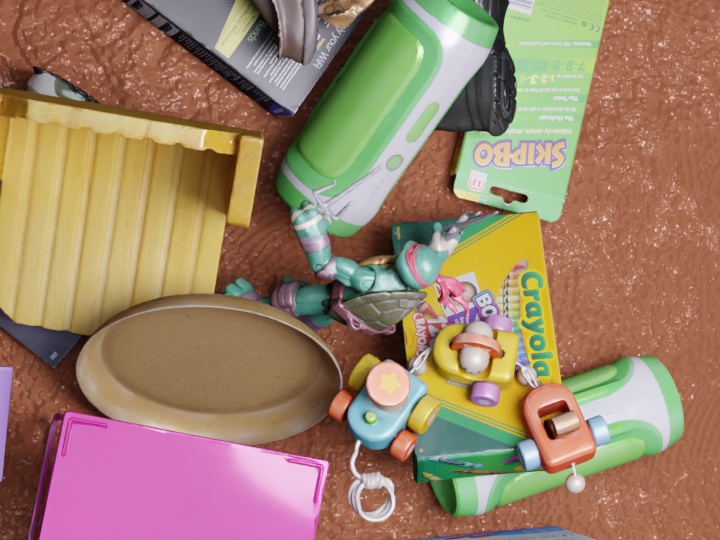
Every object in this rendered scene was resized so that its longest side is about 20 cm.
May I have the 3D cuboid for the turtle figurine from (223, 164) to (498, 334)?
[{"bbox_3d":[0.000,0.000,1.665,0.149,0.200,0.101,21,56,-41],"label":"turtle figurine"}]

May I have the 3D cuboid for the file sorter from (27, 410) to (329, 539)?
[{"bbox_3d":[-0.145,0.188,1.687,0.199,0.125,0.140,12,88,-14],"label":"file sorter"}]

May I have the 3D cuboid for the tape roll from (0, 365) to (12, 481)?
[{"bbox_3d":[-0.351,0.101,1.594,0.199,0.200,0.085,7,87,-15],"label":"tape roll"}]

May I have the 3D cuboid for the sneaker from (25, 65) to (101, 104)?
[{"bbox_3d":[-0.194,-0.065,1.715,0.200,0.077,0.089,40,93,-6],"label":"sneaker"}]

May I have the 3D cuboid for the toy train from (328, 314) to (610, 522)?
[{"bbox_3d":[0.077,0.105,1.653,0.199,0.056,0.151,-15,66,-6],"label":"toy train"}]

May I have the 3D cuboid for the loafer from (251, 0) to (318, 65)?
[{"bbox_3d":[-0.083,-0.247,1.690,0.071,0.073,0.201,-18,89,-5],"label":"loafer"}]

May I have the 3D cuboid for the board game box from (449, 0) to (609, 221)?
[{"bbox_3d":[0.137,-0.146,1.819,0.095,0.030,0.201,14,83,-13],"label":"board game box"}]

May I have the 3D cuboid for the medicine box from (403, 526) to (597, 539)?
[{"bbox_3d":[0.103,0.263,1.715,0.181,0.200,0.103,-3,90,-15],"label":"medicine box"}]

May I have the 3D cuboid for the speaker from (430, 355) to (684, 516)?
[{"bbox_3d":[0.154,0.131,1.790,0.199,0.088,0.089,-17,94,-15],"label":"speaker"}]

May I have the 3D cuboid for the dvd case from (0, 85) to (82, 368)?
[{"bbox_3d":[-0.263,-0.041,1.683,0.200,0.016,0.149,39,105,-10],"label":"dvd case"}]

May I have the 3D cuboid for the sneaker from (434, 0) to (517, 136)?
[{"bbox_3d":[0.075,-0.205,1.776,0.090,0.076,0.201,-2,80,20],"label":"sneaker"}]

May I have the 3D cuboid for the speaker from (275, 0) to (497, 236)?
[{"bbox_3d":[0.019,-0.126,1.716,0.088,0.089,0.200,32,107,-12],"label":"speaker"}]

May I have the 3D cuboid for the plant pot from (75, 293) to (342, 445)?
[{"bbox_3d":[-0.112,0.071,1.679,0.199,0.200,0.028,12,55,-15],"label":"plant pot"}]

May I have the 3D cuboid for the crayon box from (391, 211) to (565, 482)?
[{"bbox_3d":[0.091,0.059,1.737,0.118,0.058,0.201,-5,65,-2],"label":"crayon box"}]

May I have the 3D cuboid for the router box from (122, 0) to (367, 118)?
[{"bbox_3d":[-0.064,-0.245,1.752,0.157,0.052,0.200,37,80,-12],"label":"router box"}]

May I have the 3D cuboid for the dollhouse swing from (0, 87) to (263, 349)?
[{"bbox_3d":[-0.182,-0.029,1.600,0.199,0.182,0.177,10,95,-4],"label":"dollhouse swing"}]

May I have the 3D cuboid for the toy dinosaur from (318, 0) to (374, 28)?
[{"bbox_3d":[0.042,-0.265,1.696,0.060,0.106,0.200,23,120,-33],"label":"toy dinosaur"}]
